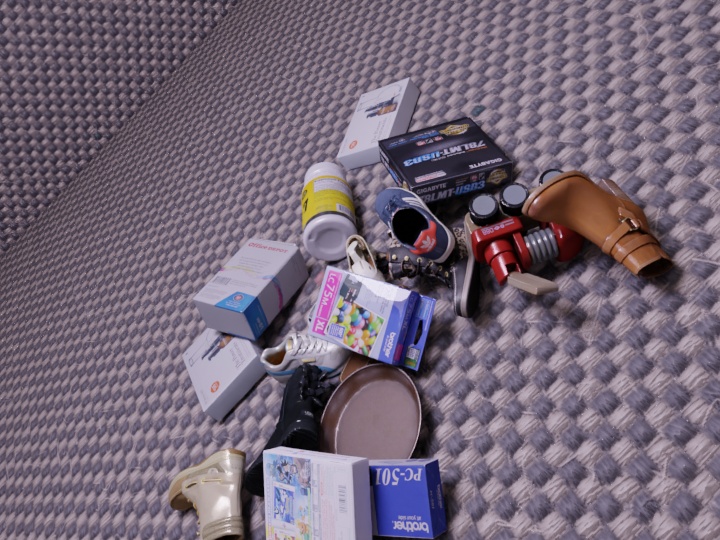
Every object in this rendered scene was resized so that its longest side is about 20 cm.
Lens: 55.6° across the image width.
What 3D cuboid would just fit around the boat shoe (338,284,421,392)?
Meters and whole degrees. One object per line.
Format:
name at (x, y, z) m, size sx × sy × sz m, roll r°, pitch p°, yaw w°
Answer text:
boat shoe at (0.027, 0.108, 1.156) m, size 0.201 × 0.074 × 0.075 m, roll -53°, pitch 38°, yaw -8°

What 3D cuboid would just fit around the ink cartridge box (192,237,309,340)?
ink cartridge box at (-0.218, 0.033, 1.392) m, size 0.142 × 0.086 × 0.201 m, roll 10°, pitch 47°, yaw 34°

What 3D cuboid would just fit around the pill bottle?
pill bottle at (-0.068, -0.128, 1.425) m, size 0.113 × 0.114 × 0.203 m, roll -29°, pitch 40°, yaw 20°

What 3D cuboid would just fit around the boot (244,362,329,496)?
boot at (-0.123, 0.265, 1.161) m, size 0.199 × 0.072 × 0.164 m, roll -53°, pitch 19°, yaw 26°

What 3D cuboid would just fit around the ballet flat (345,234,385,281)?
ballet flat at (0.000, 0.000, 1.202) m, size 0.067 × 0.063 × 0.201 m, roll -35°, pitch 27°, yaw 10°

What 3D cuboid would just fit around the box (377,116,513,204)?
box at (0.152, -0.205, 1.266) m, size 0.195 × 0.051 × 0.200 m, roll -15°, pitch 37°, yaw -8°

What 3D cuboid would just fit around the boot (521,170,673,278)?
boot at (0.324, -0.055, 0.919) m, size 0.157 × 0.196 × 0.074 m, roll 64°, pitch 146°, yaw 31°

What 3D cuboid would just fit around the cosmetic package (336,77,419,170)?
cosmetic package at (0.041, -0.333, 1.557) m, size 0.149 × 0.052 × 0.203 m, roll -10°, pitch 50°, yaw 42°

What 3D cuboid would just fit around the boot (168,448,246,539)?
boot at (-0.265, 0.415, 1.168) m, size 0.198 × 0.072 × 0.158 m, roll -35°, pitch 46°, yaw 27°

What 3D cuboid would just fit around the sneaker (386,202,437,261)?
sneaker at (0.090, -0.102, 1.283) m, size 0.083 × 0.073 × 0.204 m, roll -7°, pitch 54°, yaw 36°

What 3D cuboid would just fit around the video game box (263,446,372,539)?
video game box at (-0.062, 0.362, 0.963) m, size 0.179 × 0.046 × 0.206 m, roll -5°, pitch 86°, yaw 39°

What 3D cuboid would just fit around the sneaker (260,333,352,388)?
sneaker at (-0.090, 0.149, 1.228) m, size 0.197 × 0.081 × 0.078 m, roll -27°, pitch 40°, yaw 22°

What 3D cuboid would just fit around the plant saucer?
plant saucer at (0.018, 0.246, 1.062) m, size 0.197 × 0.032 × 0.204 m, roll -22°, pitch 52°, yaw 31°

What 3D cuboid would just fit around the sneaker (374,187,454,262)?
sneaker at (0.069, -0.088, 1.110) m, size 0.200 × 0.083 × 0.076 m, roll 42°, pitch 108°, yaw 46°

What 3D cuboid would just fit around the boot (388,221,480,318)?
boot at (0.121, -0.002, 1.128) m, size 0.147 × 0.074 × 0.203 m, roll -4°, pitch 47°, yaw 15°

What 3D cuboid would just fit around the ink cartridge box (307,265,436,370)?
ink cartridge box at (0.016, 0.075, 1.100) m, size 0.196 × 0.042 × 0.122 m, roll 16°, pitch 87°, yaw 27°

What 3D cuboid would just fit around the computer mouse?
computer mouse at (-0.026, 0.041, 1.296) m, size 0.109 × 0.044 × 0.201 m, roll 22°, pitch 68°, yaw 46°

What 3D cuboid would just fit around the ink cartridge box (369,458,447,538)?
ink cartridge box at (0.022, 0.318, 0.961) m, size 0.196 × 0.044 × 0.097 m, roll -11°, pitch 82°, yaw 34°

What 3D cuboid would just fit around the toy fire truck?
toy fire truck at (0.261, -0.036, 1.007) m, size 0.172 × 0.129 × 0.204 m, roll -18°, pitch 59°, yaw 2°

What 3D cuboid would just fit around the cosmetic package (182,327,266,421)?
cosmetic package at (-0.276, 0.183, 1.390) m, size 0.151 × 0.052 × 0.200 m, roll -48°, pitch 37°, yaw 2°
